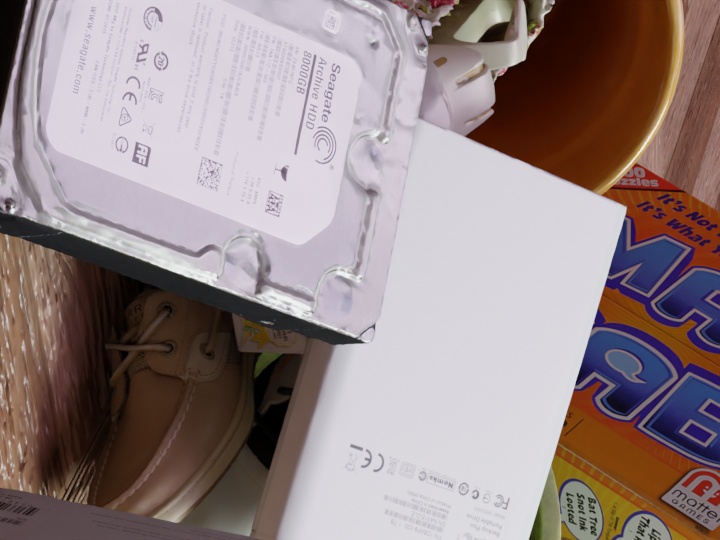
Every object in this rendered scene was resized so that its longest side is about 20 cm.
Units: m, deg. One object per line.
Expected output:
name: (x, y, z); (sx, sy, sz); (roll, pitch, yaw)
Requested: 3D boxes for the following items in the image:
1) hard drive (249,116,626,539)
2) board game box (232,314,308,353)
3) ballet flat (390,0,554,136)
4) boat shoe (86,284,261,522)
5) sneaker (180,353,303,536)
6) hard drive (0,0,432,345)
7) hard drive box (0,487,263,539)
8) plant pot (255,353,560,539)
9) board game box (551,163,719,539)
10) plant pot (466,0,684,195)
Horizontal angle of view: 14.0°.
hard drive: (0.032, 0.048, 1.240); (0.131, 0.027, 0.201); (21, 84, -36)
board game box: (-0.015, -0.071, 1.297); (0.200, 0.034, 0.135); (-57, 144, -56)
ballet flat: (0.035, -0.092, 1.293); (0.200, 0.063, 0.076); (-59, 144, -53)
boat shoe: (-0.082, 0.039, 1.268); (0.065, 0.072, 0.201); (47, 40, -22)
sneaker: (-0.016, 0.054, 1.283); (0.200, 0.074, 0.080); (-42, 165, -18)
hard drive: (-0.062, -0.062, 1.134); (0.199, 0.038, 0.141); (22, 74, -40)
hard drive box: (-0.117, 0.147, 1.005); (0.200, 0.155, 0.077); (-37, 134, -68)
plant pot: (-0.015, 0.151, 1.384); (0.190, 0.199, 0.201); (97, 8, -64)
board game box: (0.138, 0.106, 1.494); (0.200, 0.199, 0.201); (-35, 146, -39)
plant pot: (0.057, -0.142, 1.480); (0.183, 0.199, 0.202); (-85, 177, -69)
